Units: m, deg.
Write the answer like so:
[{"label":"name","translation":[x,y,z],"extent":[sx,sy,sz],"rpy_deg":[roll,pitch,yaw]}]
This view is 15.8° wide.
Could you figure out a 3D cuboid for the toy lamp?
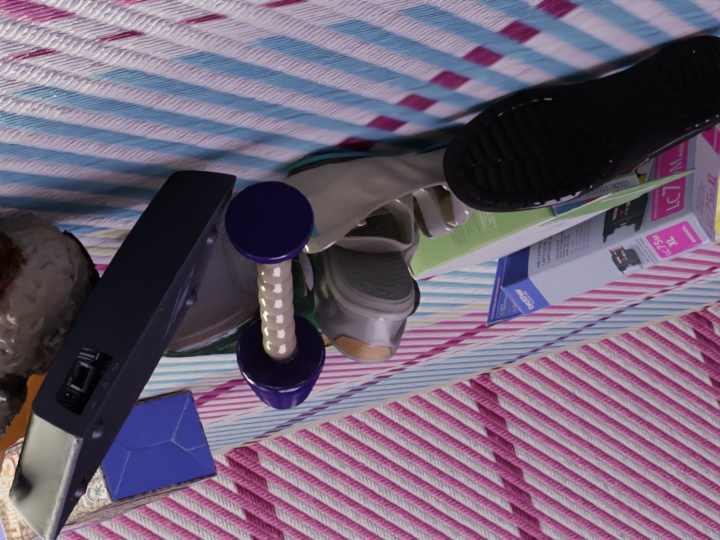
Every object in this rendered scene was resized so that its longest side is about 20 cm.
[{"label":"toy lamp","translation":[-0.050,0.023,1.545],"extent":[0.058,0.058,0.200],"rpy_deg":[-18,151,-7]}]

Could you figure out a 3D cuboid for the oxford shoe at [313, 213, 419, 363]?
[{"label":"oxford shoe","translation":[0.000,0.000,1.659],"extent":[0.075,0.058,0.200],"rpy_deg":[11,-156,-7]}]

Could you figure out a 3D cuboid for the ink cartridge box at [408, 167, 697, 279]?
[{"label":"ink cartridge box","translation":[0.127,-0.057,1.834],"extent":[0.103,0.060,0.199],"rpy_deg":[-14,173,-45]}]

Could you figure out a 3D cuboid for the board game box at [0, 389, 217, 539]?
[{"label":"board game box","translation":[-0.281,0.211,2.744],"extent":[0.159,0.097,0.199],"rpy_deg":[-11,170,-47]}]

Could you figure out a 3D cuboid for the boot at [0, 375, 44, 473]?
[{"label":"boot","translation":[-0.215,0.054,1.769],"extent":[0.201,0.071,0.144],"rpy_deg":[-47,164,-37]}]

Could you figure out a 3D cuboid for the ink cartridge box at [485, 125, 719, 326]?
[{"label":"ink cartridge box","translation":[0.174,-0.039,1.931],"extent":[0.199,0.042,0.120],"rpy_deg":[-25,-145,31]}]

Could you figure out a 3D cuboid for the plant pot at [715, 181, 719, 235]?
[{"label":"plant pot","translation":[0.376,-0.038,2.068],"extent":[0.199,0.190,0.201],"rpy_deg":[-19,174,-2]}]

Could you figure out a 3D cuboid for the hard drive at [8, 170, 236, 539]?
[{"label":"hard drive","translation":[-0.135,0.043,1.454],"extent":[0.201,0.042,0.135],"rpy_deg":[-62,177,-37]}]

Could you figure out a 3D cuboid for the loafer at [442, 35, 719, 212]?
[{"label":"loafer","translation":[0.148,-0.083,1.623],"extent":[0.199,0.073,0.071],"rpy_deg":[-18,172,-4]}]

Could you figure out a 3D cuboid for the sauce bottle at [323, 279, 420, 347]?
[{"label":"sauce bottle","translation":[-0.019,0.030,2.129],"extent":[0.066,0.066,0.199],"rpy_deg":[-23,170,35]}]

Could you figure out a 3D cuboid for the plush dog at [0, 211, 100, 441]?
[{"label":"plush dog","translation":[-0.221,0.042,1.438],"extent":[0.172,0.160,0.200],"rpy_deg":[-47,168,11]}]

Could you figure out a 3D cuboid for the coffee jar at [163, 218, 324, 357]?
[{"label":"coffee jar","translation":[-0.076,0.009,1.709],"extent":[0.104,0.086,0.200],"rpy_deg":[-24,171,15]}]

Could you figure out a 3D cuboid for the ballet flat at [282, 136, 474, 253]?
[{"label":"ballet flat","translation":[0.029,-0.046,1.637],"extent":[0.199,0.070,0.069],"rpy_deg":[-12,171,-44]}]
